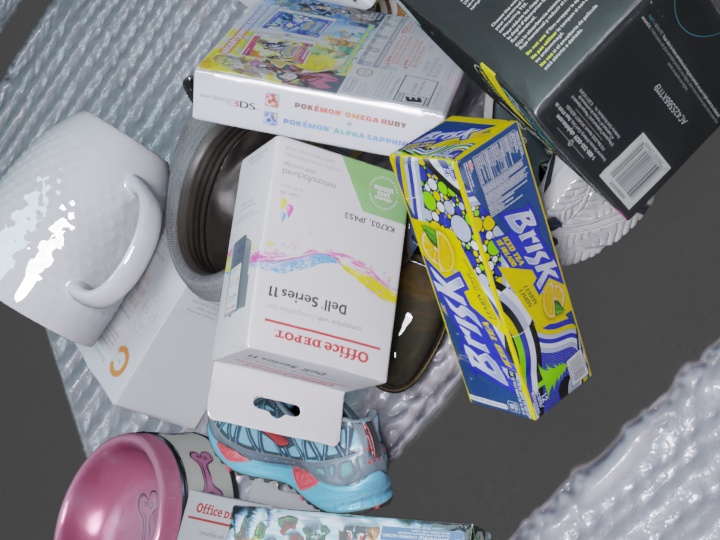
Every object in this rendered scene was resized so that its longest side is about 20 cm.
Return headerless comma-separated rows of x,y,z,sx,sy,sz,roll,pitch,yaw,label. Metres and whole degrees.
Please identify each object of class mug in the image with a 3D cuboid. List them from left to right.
-0.238,-0.036,1.281,0.200,0.148,0.176,29,87,50,mug

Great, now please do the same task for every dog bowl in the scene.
-0.199,0.234,1.312,0.200,0.074,0.200,-26,54,40,dog bowl

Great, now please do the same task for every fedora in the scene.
-0.078,-0.059,1.212,0.177,0.090,0.200,-37,46,30,fedora

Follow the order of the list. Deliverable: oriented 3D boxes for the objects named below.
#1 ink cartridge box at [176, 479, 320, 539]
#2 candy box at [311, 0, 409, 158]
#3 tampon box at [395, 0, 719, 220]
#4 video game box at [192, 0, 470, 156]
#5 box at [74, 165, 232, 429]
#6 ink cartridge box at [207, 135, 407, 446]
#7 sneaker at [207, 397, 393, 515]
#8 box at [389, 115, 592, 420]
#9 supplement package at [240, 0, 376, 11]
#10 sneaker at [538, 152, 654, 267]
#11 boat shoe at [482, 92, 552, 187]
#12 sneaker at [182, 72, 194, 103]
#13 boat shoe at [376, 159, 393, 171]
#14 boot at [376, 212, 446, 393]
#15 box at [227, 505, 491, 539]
-0.097,0.247,1.192,0.116,0.068,0.200,0,71,48,ink cartridge box
0.010,-0.191,1.297,0.200,0.055,0.116,-43,45,26,candy box
0.129,-0.160,0.958,0.126,0.150,0.200,-46,48,5,tampon box
-0.012,-0.150,1.112,0.200,0.182,0.047,-65,-13,-61,video game box
-0.162,0.023,1.356,0.200,0.097,0.124,-57,40,11,box
-0.036,0.017,1.066,0.067,0.117,0.200,-22,57,59,ink cartridge box
-0.047,0.120,1.171,0.200,0.079,0.096,15,113,43,sneaker
0.091,-0.001,1.005,0.064,0.200,0.070,-33,26,-30,box
-0.029,-0.331,1.268,0.200,0.147,0.191,-57,19,-14,supplement package
0.161,-0.104,1.061,0.199,0.079,0.130,-57,38,12,sneaker
0.121,-0.068,1.121,0.062,0.073,0.200,1,57,4,boat shoe
-0.055,-0.174,1.263,0.199,0.070,0.093,5,48,35,sneaker
-0.003,-0.003,1.204,0.086,0.075,0.202,11,78,51,boat shoe
0.043,-0.007,1.109,0.097,0.075,0.200,98,-174,-83,boot
-0.012,0.246,1.064,0.200,0.040,0.137,-1,70,27,box
